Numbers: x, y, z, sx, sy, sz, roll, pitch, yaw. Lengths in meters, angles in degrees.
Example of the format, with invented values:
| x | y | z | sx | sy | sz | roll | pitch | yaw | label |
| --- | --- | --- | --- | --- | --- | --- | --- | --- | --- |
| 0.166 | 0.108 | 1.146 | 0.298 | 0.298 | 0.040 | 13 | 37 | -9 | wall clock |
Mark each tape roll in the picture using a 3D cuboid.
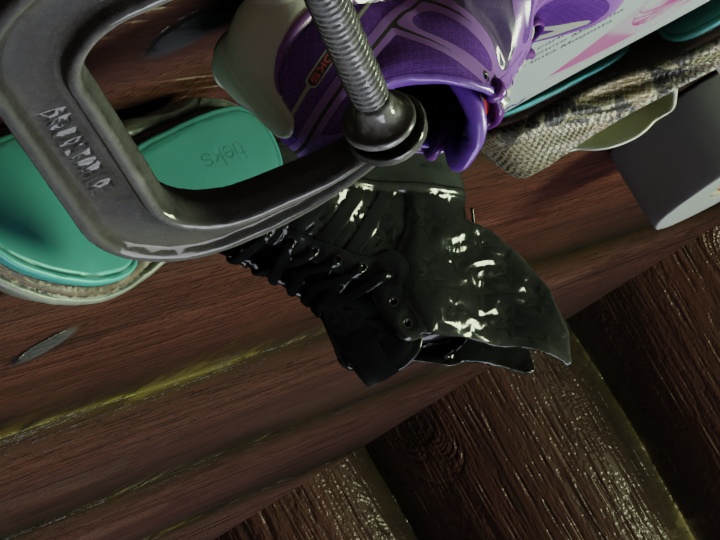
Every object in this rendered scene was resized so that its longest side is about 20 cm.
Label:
| x | y | z | sx | sy | sz | roll | pitch | yaw | label |
| --- | --- | --- | --- | --- | --- | --- | --- | --- | --- |
| 0.280 | -0.107 | 1.870 | 0.200 | 0.066 | 0.200 | -30 | 172 | -4 | tape roll |

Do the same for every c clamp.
| x | y | z | sx | sy | sz | roll | pitch | yaw | label |
| --- | --- | --- | --- | --- | --- | --- | --- | --- | --- |
| -0.029 | -0.068 | 0.805 | 0.170 | 0.027 | 0.200 | -22 | 150 | -3 | c clamp |

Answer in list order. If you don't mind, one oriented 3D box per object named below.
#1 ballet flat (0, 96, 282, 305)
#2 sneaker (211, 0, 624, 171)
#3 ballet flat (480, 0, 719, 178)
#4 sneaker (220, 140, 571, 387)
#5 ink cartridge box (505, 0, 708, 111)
| x | y | z | sx | sy | sz | roll | pitch | yaw | label |
| --- | --- | --- | --- | --- | --- | --- | --- | --- | --- |
| -0.100 | -0.019 | 0.940 | 0.064 | 0.068 | 0.200 | -26 | 176 | 32 | ballet flat |
| 0.032 | -0.078 | 0.958 | 0.200 | 0.084 | 0.081 | -25 | 163 | -41 | sneaker |
| 0.145 | -0.107 | 1.281 | 0.200 | 0.068 | 0.075 | -29 | 135 | 11 | ballet flat |
| -0.002 | 0.001 | 1.126 | 0.199 | 0.105 | 0.060 | -3 | 167 | -37 | sneaker |
| 0.100 | -0.123 | 1.120 | 0.196 | 0.043 | 0.200 | -28 | 174 | -10 | ink cartridge box |
